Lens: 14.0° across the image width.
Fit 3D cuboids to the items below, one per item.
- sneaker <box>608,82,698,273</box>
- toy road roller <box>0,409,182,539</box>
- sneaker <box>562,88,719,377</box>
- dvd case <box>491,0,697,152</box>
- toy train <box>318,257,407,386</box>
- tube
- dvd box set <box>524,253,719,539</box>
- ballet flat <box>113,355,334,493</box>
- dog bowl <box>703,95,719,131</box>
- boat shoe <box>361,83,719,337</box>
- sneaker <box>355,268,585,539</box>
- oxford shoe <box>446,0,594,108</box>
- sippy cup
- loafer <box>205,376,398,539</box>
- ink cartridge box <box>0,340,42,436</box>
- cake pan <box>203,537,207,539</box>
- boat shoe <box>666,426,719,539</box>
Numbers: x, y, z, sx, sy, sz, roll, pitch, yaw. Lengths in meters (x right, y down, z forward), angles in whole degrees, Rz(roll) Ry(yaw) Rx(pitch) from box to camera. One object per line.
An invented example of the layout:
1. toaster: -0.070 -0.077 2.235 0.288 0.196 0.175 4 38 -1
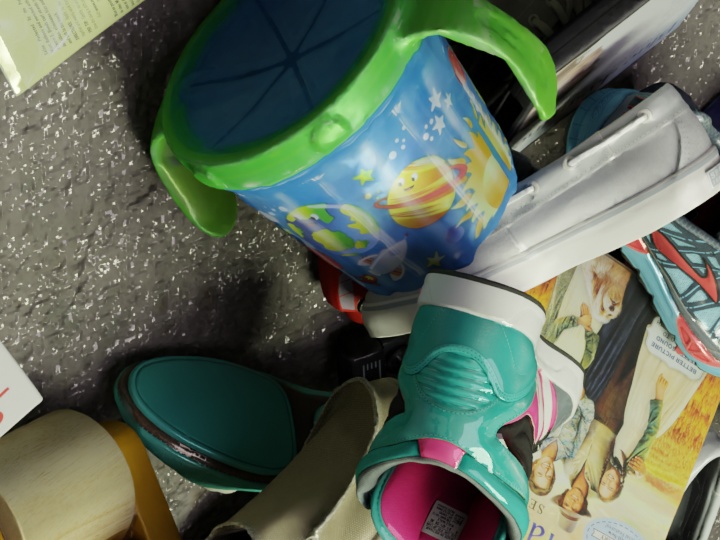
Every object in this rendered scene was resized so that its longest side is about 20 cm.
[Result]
1. sneaker: 0.129 -0.003 1.567 0.082 0.070 0.201 -12 125 -39
2. toy road roller: -0.163 0.179 1.420 0.123 0.145 0.201 -26 99 -47
3. sneaker: 0.186 -0.009 1.486 0.200 0.095 0.080 45 68 -26
4. dvd case: 0.121 -0.113 1.434 0.142 0.018 0.200 -39 175 -13
5. toy train: 0.000 0.000 1.487 0.046 0.034 0.201 -19 132 -14
6. tube: -0.085 -0.160 1.287 0.200 0.052 0.058 -37 96 -10
7. dvd box set: 0.102 0.091 1.503 0.146 0.029 0.201 33 69 -23
8. ballet flat: -0.041 0.091 1.484 0.199 0.068 0.070 9 145 -27
9. dog bowl: 0.252 -0.021 1.655 0.199 0.079 0.201 -22 131 -27
10. boat shoe: 0.079 -0.029 1.425 0.199 0.069 0.072 -25 -176 29
11. sneaker: 0.054 0.083 1.367 0.200 0.083 0.121 51 55 -70
12. oxford shoe: 0.086 -0.127 1.450 0.199 0.058 0.076 -28 131 -26
13. sippy cup: 0.000 -0.062 1.342 0.140 0.177 0.130 -53 125 -11
14. loafer: -0.033 0.130 1.395 0.068 0.075 0.201 37 64 -25
15. ink cartridge box: -0.221 0.045 1.298 0.116 0.067 0.200 -42 138 -10
16. cake pan: -0.018 0.217 1.531 0.201 0.200 0.037 -61 174 12
17. boat shoe: 0.169 0.172 1.720 0.072 0.068 0.201 0 119 -41
